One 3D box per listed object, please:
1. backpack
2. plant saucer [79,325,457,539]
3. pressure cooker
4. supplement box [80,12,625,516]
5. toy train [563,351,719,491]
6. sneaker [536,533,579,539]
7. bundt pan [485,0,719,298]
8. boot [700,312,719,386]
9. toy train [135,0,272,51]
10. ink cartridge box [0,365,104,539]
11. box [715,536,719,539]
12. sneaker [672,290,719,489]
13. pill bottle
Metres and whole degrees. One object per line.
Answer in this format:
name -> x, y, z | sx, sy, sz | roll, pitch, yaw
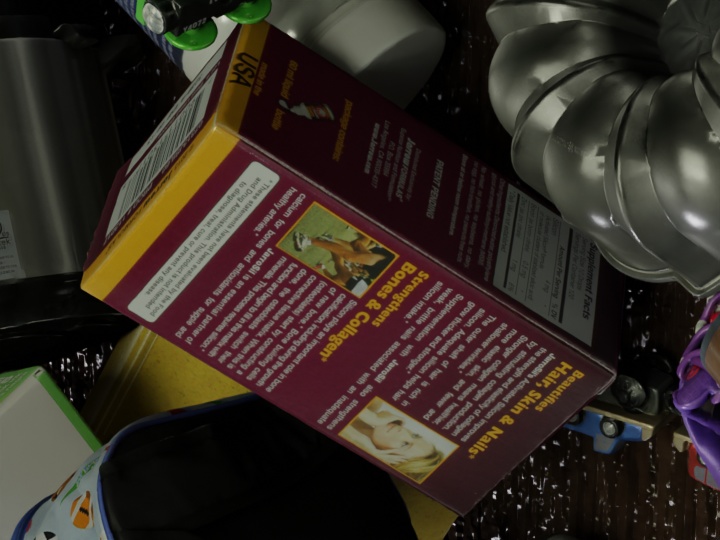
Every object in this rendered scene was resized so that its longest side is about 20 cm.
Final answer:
backpack -> -0.058, 0.144, 1.161 | 0.154, 0.190, 0.200 | -43, 65, 24
plant saucer -> -0.045, 0.072, 1.302 | 0.200, 0.048, 0.200 | 42, 122, 19
pressure cooker -> -0.196, -0.054, 1.288 | 0.178, 0.176, 0.201 | -19, 81, 40
supplement box -> 0.000, 0.000, 1.145 | 0.200, 0.086, 0.110 | 32, 127, -16
toy train -> 0.162, 0.073, 1.164 | 0.200, 0.034, 0.046 | 18, 124, 30
sneaker -> 0.054, 0.200, 1.258 | 0.095, 0.079, 0.200 | 34, 120, 37
bundt pan -> 0.129, -0.095, 1.063 | 0.202, 0.076, 0.202 | -13, 70, 38
boot -> 0.235, 0.016, 1.013 | 0.200, 0.075, 0.097 | -32, 53, 0
toy train -> -0.017, -0.150, 1.132 | 0.056, 0.200, 0.042 | 45, 147, 25
ink cartridge box -> -0.184, 0.133, 1.326 | 0.146, 0.084, 0.200 | 54, 149, -16
box -> 0.217, 0.207, 1.114 | 0.200, 0.107, 0.149 | 14, 110, 33
sneaker -> 0.160, 0.026, 1.086 | 0.081, 0.083, 0.201 | 131, 135, -64
pill bottle -> -0.057, -0.146, 1.209 | 0.200, 0.111, 0.111 | 47, 124, 16
